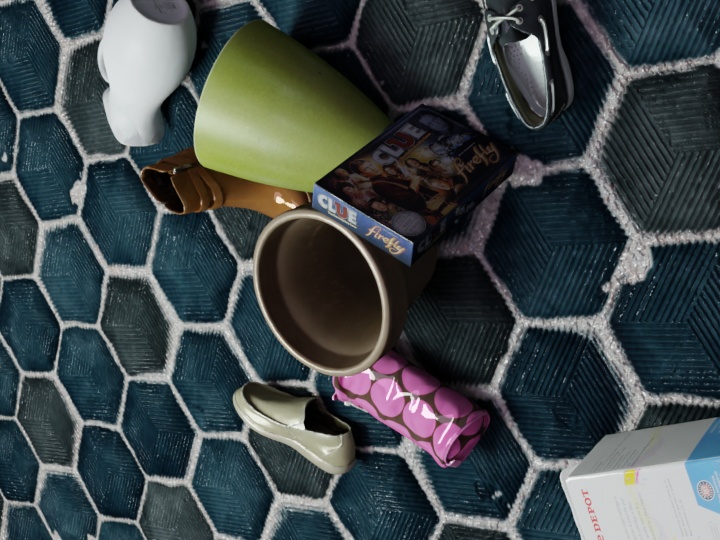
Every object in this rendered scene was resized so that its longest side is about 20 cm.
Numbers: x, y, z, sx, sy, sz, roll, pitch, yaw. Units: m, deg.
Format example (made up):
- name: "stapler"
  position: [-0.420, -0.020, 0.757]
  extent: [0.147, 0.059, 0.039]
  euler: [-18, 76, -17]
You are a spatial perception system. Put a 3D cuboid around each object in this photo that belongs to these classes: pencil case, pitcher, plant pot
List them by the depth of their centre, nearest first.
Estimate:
- name: "plant pot"
  position: [0.000, 0.000, 1.158]
  extent: [0.198, 0.174, 0.203]
  euler: [16, 118, 32]
- name: "plant pot"
  position: [-0.065, -0.172, 1.171]
  extent: [0.198, 0.187, 0.189]
  euler: [25, 119, 12]
- name: "pencil case"
  position: [0.059, 0.167, 1.230]
  extent: [0.198, 0.091, 0.094]
  euler: [30, 85, 27]
- name: "pitcher"
  position: [-0.304, -0.298, 1.335]
  extent: [0.173, 0.120, 0.201]
  euler: [54, 140, 21]

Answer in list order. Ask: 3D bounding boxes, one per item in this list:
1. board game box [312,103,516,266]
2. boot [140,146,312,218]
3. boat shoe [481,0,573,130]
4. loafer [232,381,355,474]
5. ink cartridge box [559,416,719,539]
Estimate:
- name: "board game box"
  position: [0.061, -0.099, 1.071]
  extent: [0.134, 0.200, 0.035]
  euler: [30, 140, 24]
- name: "boot"
  position: [-0.170, -0.103, 1.265]
  extent: [0.199, 0.155, 0.078]
  euler: [35, 122, 22]
- name: "boat shoe"
  position: [0.164, -0.241, 1.003]
  extent: [0.075, 0.060, 0.202]
  euler: [-10, 116, 43]
- name: "loafer"
  position: [-0.086, 0.202, 1.358]
  extent: [0.198, 0.076, 0.069]
  euler: [27, 118, 16]
- name: "ink cartridge box"
  position: [0.322, 0.243, 1.036]
  extent: [0.198, 0.125, 0.130]
  euler: [-17, 95, 38]
